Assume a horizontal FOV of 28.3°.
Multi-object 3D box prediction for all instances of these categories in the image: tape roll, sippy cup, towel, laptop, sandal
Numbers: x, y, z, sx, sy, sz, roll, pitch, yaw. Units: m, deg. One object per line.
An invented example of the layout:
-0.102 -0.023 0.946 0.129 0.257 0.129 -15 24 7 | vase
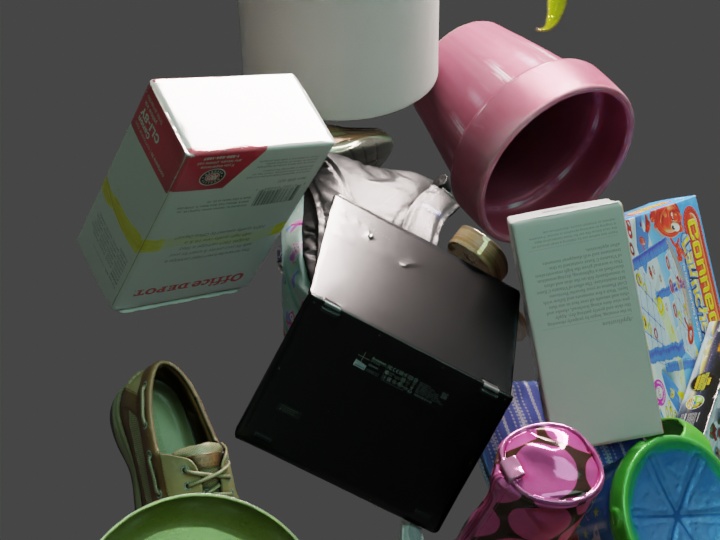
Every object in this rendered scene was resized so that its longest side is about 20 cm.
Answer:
-0.022 -0.257 1.415 0.202 0.140 0.203 -1 37 1 | tape roll
0.238 0.220 1.237 0.177 0.130 0.140 -25 88 -34 | sippy cup
0.192 0.163 1.346 0.199 0.024 0.145 3 53 -32 | towel
0.021 0.074 1.171 0.187 0.201 0.116 27 5 -12 | laptop
0.099 0.035 1.315 0.078 0.212 0.070 34 75 24 | sandal

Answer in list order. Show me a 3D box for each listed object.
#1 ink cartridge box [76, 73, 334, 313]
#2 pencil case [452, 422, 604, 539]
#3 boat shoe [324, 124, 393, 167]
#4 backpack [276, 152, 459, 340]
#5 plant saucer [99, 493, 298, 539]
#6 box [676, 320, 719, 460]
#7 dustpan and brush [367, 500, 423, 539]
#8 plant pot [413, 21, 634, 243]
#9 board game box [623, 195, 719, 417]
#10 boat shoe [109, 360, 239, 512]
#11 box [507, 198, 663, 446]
-0.134 -0.065 1.193 0.145 0.200 0.084 -10 57 -38 | ink cartridge box
0.115 0.203 1.131 0.093 0.200 0.091 6 46 -17 | pencil case
-0.051 -0.118 1.387 0.200 0.076 0.072 -13 60 -42 | boat shoe
0.000 0.000 1.280 0.166 0.127 0.200 7 47 -7 | backpack
-0.116 0.261 1.016 0.199 0.031 0.201 8 70 -22 | plant saucer
0.358 0.163 1.386 0.137 0.040 0.200 57 43 -27 | box
0.036 0.178 1.202 0.139 0.057 0.201 21 46 -18 | dustpan and brush
0.154 -0.159 1.485 0.199 0.200 0.179 -7 44 -37 | plant pot
0.287 0.040 1.405 0.196 0.056 0.201 -18 95 -51 | board game box
-0.134 0.159 1.094 0.075 0.074 0.200 -10 61 -38 | boat shoe
0.194 0.044 1.254 0.124 0.097 0.201 -48 127 -84 | box
